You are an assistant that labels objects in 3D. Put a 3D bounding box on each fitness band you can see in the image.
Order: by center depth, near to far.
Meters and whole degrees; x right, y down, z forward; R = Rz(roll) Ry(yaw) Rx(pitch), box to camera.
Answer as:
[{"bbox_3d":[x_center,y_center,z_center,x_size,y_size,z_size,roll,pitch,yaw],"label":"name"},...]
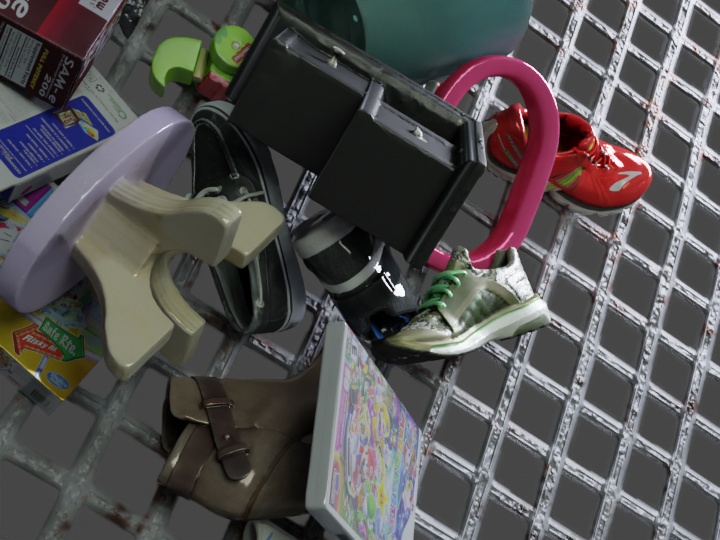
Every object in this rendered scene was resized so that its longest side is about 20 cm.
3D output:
[{"bbox_3d":[0.103,-0.093,1.290,0.143,0.037,0.201,21,89,-30],"label":"fitness band"}]

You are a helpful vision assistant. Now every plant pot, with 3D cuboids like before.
[{"bbox_3d":[0.026,-0.251,1.287,0.161,0.201,0.201,-28,83,-29],"label":"plant pot"}]

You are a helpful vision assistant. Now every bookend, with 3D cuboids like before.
[{"bbox_3d":[-0.012,-0.110,1.111,0.199,0.092,0.199,31,14,-4],"label":"bookend"}]

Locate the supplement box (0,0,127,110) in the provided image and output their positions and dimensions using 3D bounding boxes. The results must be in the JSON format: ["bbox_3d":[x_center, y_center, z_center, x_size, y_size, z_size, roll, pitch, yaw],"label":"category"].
[{"bbox_3d":[-0.284,-0.217,1.092,0.199,0.061,0.109,28,44,-9],"label":"supplement box"}]

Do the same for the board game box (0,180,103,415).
[{"bbox_3d":[-0.261,-0.008,1.083,0.200,0.034,0.135,42,52,-7],"label":"board game box"}]

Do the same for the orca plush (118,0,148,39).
[{"bbox_3d":[-0.264,-0.257,1.180,0.199,0.106,0.071,10,19,-2],"label":"orca plush"}]

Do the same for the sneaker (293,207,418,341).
[{"bbox_3d":[0.000,0.000,1.184,0.112,0.073,0.200,58,11,-6],"label":"sneaker"}]

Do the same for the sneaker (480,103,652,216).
[{"bbox_3d":[0.206,-0.109,1.392,0.199,0.085,0.077,12,63,-26],"label":"sneaker"}]

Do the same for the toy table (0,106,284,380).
[{"bbox_3d":[-0.149,-0.018,1.036,0.117,0.184,0.200,36,63,8],"label":"toy table"}]

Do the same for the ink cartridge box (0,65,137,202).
[{"bbox_3d":[-0.254,-0.111,1.098,0.095,0.037,0.200,49,31,2],"label":"ink cartridge box"}]

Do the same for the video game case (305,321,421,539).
[{"bbox_3d":[0.006,0.147,1.102,0.200,0.018,0.144,58,33,-55],"label":"video game case"}]

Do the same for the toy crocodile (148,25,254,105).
[{"bbox_3d":[-0.083,-0.154,1.247,0.199,0.067,0.062,19,66,-21],"label":"toy crocodile"}]

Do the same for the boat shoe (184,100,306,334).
[{"bbox_3d":[-0.107,-0.043,1.172,0.068,0.073,0.200,-7,80,-49],"label":"boat shoe"}]

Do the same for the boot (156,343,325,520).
[{"bbox_3d":[-0.079,0.107,1.123,0.146,0.070,0.200,14,39,-9],"label":"boot"}]

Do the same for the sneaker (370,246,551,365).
[{"bbox_3d":[0.077,0.027,1.245,0.200,0.077,0.089,-15,89,-44],"label":"sneaker"}]

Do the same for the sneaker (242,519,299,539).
[{"bbox_3d":[-0.106,0.251,1.038,0.087,0.075,0.200,43,43,1],"label":"sneaker"}]
